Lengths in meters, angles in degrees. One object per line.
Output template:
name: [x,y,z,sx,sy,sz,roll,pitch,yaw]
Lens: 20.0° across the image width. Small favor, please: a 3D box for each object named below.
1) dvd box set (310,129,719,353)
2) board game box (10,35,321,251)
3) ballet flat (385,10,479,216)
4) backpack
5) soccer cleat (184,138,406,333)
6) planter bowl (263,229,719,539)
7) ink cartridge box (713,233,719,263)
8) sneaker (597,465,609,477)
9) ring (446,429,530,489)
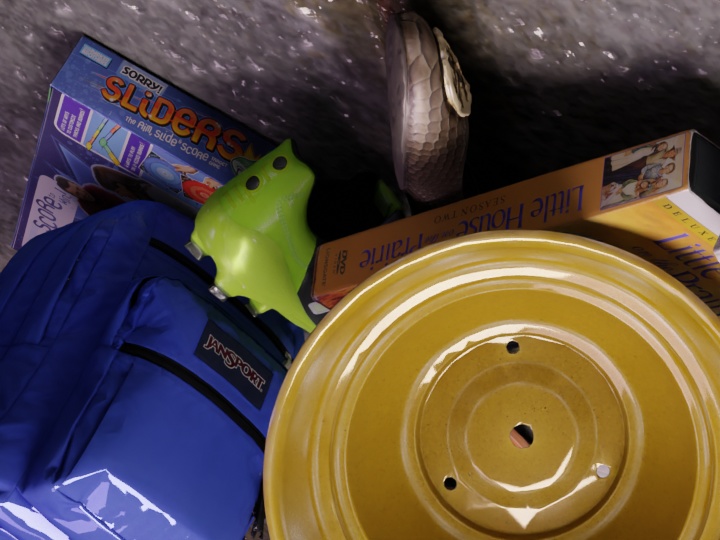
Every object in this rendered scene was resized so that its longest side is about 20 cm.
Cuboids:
dvd box set: [0.099,0.008,0.853,0.200,0.030,0.146,-16,146,41]
board game box: [-0.107,-0.030,1.057,0.135,0.035,0.200,30,154,-3]
ballet flat: [0.039,-0.043,0.871,0.046,0.068,0.200,-5,148,5]
backpack: [-0.108,0.071,0.980,0.167,0.200,0.163,-17,128,42]
soccer cleat: [0.000,0.000,0.962,0.200,0.081,0.068,30,-158,-54]
planter bowl: [0.064,0.076,0.821,0.200,0.201,0.083,29,-168,-1]
ink cartridge box: [0.244,-0.010,0.687,0.146,0.086,0.200,39,154,-19]
sneaker: [0.149,0.113,1.041,0.081,0.075,0.200,46,161,13]
ring: [0.012,0.089,1.159,0.200,0.019,0.201,18,153,9]
